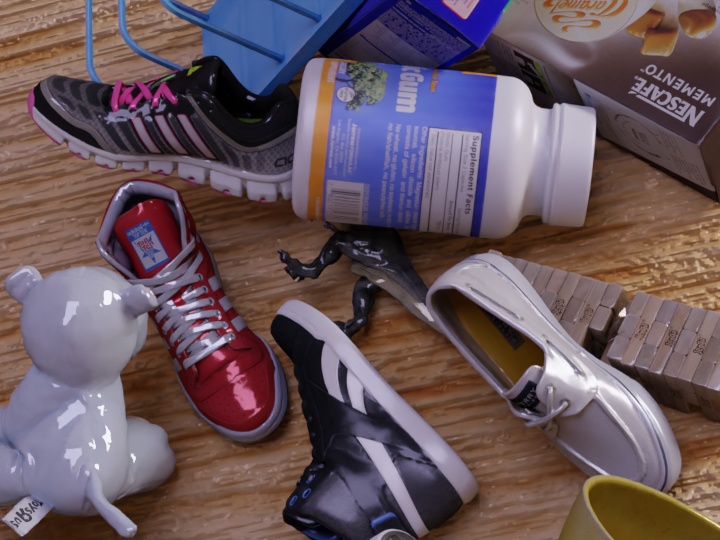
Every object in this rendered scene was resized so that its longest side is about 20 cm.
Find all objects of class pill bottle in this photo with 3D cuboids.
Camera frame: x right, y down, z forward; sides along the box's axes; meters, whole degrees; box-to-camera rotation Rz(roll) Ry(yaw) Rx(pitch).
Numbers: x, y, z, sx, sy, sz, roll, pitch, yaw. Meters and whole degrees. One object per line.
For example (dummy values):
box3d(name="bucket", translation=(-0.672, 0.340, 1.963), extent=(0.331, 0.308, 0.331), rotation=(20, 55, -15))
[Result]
box3d(name="pill bottle", translation=(0.057, -0.081, 1.744), extent=(0.199, 0.112, 0.113), rotation=(5, 60, 2))

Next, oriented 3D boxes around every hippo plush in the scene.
box3d(name="hippo plush", translation=(-0.208, 0.075, 1.690), extent=(0.158, 0.200, 0.162), rotation=(1, 97, 6))

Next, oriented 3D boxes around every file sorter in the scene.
box3d(name="file sorter", translation=(-0.097, -0.211, 1.826), extent=(0.200, 0.122, 0.139), rotation=(-45, 36, 37))

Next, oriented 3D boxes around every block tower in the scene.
box3d(name="block tower", translation=(0.167, 0.045, 1.680), extent=(0.199, 0.058, 0.054), rotation=(17, 67, 26))

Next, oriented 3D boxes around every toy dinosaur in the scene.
box3d(name="toy dinosaur", translation=(0.000, 0.000, 1.776), extent=(0.088, 0.048, 0.200), rotation=(-30, 57, -7))

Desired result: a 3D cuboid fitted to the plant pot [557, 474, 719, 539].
box3d(name="plant pot", translation=(0.176, 0.236, 1.496), extent=(0.200, 0.200, 0.142), rotation=(42, 107, 34))

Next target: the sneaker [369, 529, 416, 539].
box3d(name="sneaker", translation=(0.022, 0.269, 1.601), extent=(0.085, 0.073, 0.201), rotation=(-35, 55, 36))

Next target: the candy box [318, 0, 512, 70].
box3d(name="candy box", translation=(0.067, -0.217, 1.793), extent=(0.077, 0.200, 0.169), rotation=(37, 75, -10))

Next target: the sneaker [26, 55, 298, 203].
box3d(name="sneaker", translation=(-0.129, -0.114, 1.782), extent=(0.199, 0.088, 0.074), rotation=(15, 30, -5))

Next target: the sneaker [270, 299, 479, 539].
box3d(name="sneaker", translation=(-0.024, 0.112, 1.697), extent=(0.112, 0.073, 0.200), rotation=(-41, 56, -9))

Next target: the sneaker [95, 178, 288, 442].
box3d(name="sneaker", translation=(-0.119, 0.022, 1.762), extent=(0.071, 0.113, 0.200), rotation=(-31, 54, 0))

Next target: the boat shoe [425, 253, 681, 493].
box3d(name="boat shoe", translation=(0.118, 0.074, 1.631), extent=(0.200, 0.070, 0.071), rotation=(49, 124, 10))

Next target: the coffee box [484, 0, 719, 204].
box3d(name="coffee box", translation=(0.197, -0.147, 1.770), extent=(0.200, 0.080, 0.114), rotation=(33, 75, 33))
